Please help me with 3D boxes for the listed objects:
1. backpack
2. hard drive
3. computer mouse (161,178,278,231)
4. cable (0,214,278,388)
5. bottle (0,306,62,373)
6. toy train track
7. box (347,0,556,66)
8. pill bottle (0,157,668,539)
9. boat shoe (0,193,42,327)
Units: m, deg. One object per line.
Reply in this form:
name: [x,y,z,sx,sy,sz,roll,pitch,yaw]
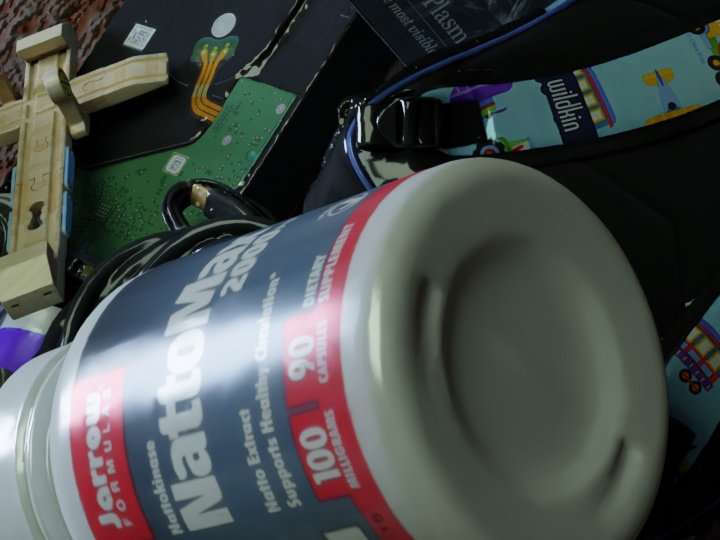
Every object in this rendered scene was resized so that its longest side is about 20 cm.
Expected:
backpack: [0.102,-0.011,0.802,0.200,0.135,0.183,-30,81,-21]
hard drive: [-0.068,-0.075,1.048,0.140,0.038,0.200,20,73,42]
computer mouse: [0.000,0.000,0.919,0.200,0.034,0.059,22,55,28]
cable: [-0.068,0.064,0.865,0.163,0.051,0.200,-36,36,3]
bottle: [-0.162,0.110,0.969,0.083,0.065,0.200,6,64,35]
toy train track: [-0.140,-0.055,1.001,0.115,0.033,0.200,-20,36,10]
box: [0.087,-0.142,0.871,0.182,0.200,0.104,-34,45,12]
pill bottle: [-0.021,0.048,0.694,0.200,0.120,0.120,-19,50,44]
boat shoe: [-0.220,0.013,1.050,0.200,0.066,0.070,-17,74,36]
